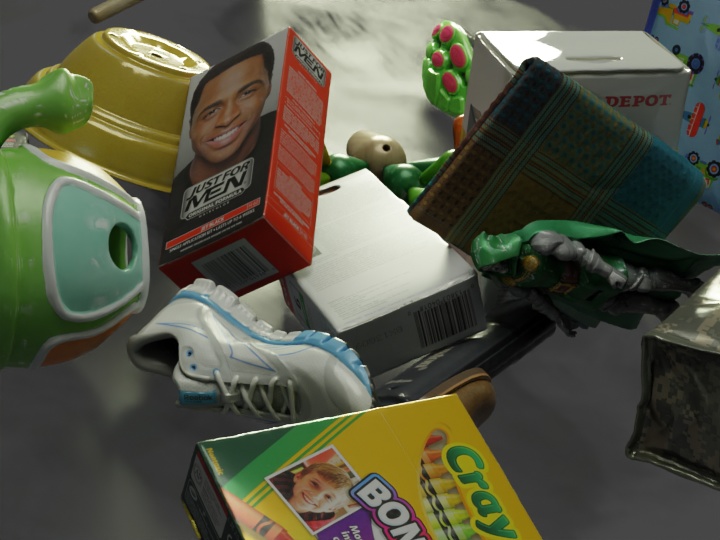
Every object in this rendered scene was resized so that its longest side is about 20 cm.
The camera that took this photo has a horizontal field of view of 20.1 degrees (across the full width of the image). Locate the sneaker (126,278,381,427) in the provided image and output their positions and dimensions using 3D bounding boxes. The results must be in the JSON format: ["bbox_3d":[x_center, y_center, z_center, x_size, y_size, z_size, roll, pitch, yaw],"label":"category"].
[{"bbox_3d":[-0.074,0.075,1.336,0.199,0.075,0.086,21,37,37],"label":"sneaker"}]

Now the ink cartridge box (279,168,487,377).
[{"bbox_3d":[0.000,0.000,1.467,0.108,0.051,0.200,-22,31,-13],"label":"ink cartridge box"}]

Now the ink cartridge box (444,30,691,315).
[{"bbox_3d":[0.150,-0.072,1.510,0.144,0.201,0.088,-4,30,-19],"label":"ink cartridge box"}]

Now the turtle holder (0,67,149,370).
[{"bbox_3d":[-0.216,-0.025,1.369,0.131,0.141,0.187,-2,58,-19],"label":"turtle holder"}]

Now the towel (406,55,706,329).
[{"bbox_3d":[0.143,-0.053,1.443,0.199,0.147,0.022,30,15,-37],"label":"towel"}]

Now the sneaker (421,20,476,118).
[{"bbox_3d":[0.125,-0.160,1.818,0.083,0.077,0.200,6,26,-42],"label":"sneaker"}]

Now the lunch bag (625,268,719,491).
[{"bbox_3d":[0.303,0.085,1.353,0.199,0.118,0.164,17,29,26],"label":"lunch bag"}]

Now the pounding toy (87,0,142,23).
[{"bbox_3d":[-0.173,-0.325,1.990,0.183,0.143,0.200,3,18,-10],"label":"pounding toy"}]

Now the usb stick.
[{"bbox_3d":[0.069,0.066,1.408,0.055,0.033,0.200,2,21,37],"label":"usb stick"}]

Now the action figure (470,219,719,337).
[{"bbox_3d":[0.157,0.005,1.427,0.199,0.118,0.055,13,50,-31],"label":"action figure"}]

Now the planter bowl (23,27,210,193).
[{"bbox_3d":[-0.173,-0.138,1.615,0.199,0.084,0.201,20,18,-7],"label":"planter bowl"}]

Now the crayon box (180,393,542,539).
[{"bbox_3d":[0.017,0.171,1.128,0.171,0.059,0.201,-10,51,-28],"label":"crayon box"}]

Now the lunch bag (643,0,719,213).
[{"bbox_3d":[0.308,-0.165,1.721,0.150,0.201,0.094,30,36,35],"label":"lunch bag"}]

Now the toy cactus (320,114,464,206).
[{"bbox_3d":[0.023,-0.083,1.631,0.198,0.103,0.165,-11,23,-15],"label":"toy cactus"}]

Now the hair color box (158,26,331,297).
[{"bbox_3d":[-0.083,-0.076,1.496,0.101,0.061,0.201,-24,40,27],"label":"hair color box"}]

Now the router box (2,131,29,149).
[{"bbox_3d":[-0.332,-0.042,1.477,0.198,0.063,0.150,-1,30,-16],"label":"router box"}]

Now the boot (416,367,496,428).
[{"bbox_3d":[0.038,0.132,1.266,0.075,0.074,0.200,35,43,16],"label":"boot"}]
